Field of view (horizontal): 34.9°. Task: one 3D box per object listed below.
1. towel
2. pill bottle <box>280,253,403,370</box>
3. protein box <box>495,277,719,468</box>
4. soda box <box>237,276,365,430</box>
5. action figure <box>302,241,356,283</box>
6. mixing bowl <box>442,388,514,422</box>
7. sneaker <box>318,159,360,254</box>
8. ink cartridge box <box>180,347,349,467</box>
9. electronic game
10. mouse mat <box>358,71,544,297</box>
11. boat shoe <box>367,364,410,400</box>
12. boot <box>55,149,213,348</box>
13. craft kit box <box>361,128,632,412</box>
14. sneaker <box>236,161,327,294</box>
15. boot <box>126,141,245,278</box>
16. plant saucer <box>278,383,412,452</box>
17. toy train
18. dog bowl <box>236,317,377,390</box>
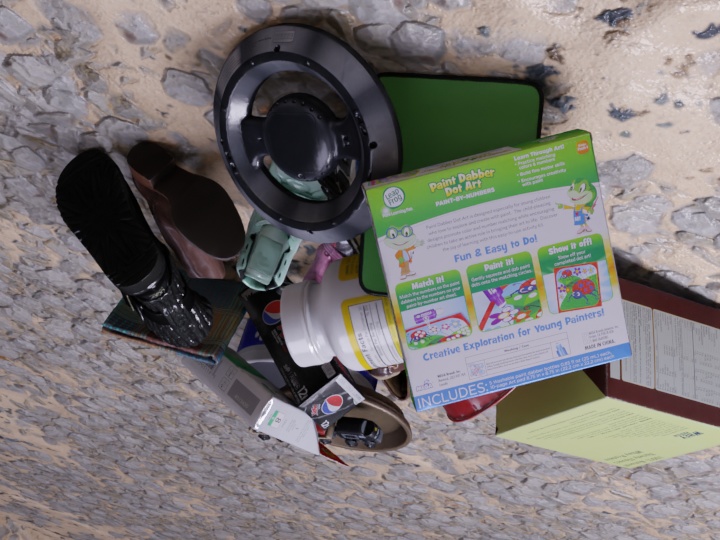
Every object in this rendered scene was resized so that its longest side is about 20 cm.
[{"bbox_3d":[-0.214,0.046,1.381,0.144,0.200,0.022,15,112,1],"label":"towel"},{"bbox_3d":[0.027,0.034,1.106,0.197,0.113,0.112,-12,146,15],"label":"pill bottle"},{"bbox_3d":[0.284,0.118,1.262,0.197,0.137,0.198,16,155,-24],"label":"protein box"},{"bbox_3d":[-0.072,0.089,1.361,0.063,0.201,0.071,-37,138,4],"label":"soda box"},{"bbox_3d":[0.000,0.000,1.291,0.132,0.150,0.202,-15,130,-2],"label":"action figure"},{"bbox_3d":[0.124,0.048,1.214,0.108,0.201,0.200,43,147,-9],"label":"mixing bowl"},{"bbox_3d":[0.013,-0.082,1.122,0.079,0.089,0.201,52,172,30],"label":"sneaker"},{"bbox_3d":[-0.104,0.158,1.386,0.160,0.051,0.199,34,-178,40],"label":"ink cartridge box"},{"bbox_3d":[-0.050,-0.119,1.023,0.197,0.042,0.203,16,122,26],"label":"electronic game"},{"bbox_3d":[0.078,-0.070,1.017,0.158,0.204,0.008,6,-171,15],"label":"mouse mat"},{"bbox_3d":[0.036,0.106,1.463,0.071,0.073,0.201,5,152,17],"label":"boat shoe"},{"bbox_3d":[-0.249,-0.020,1.265,0.079,0.212,0.158,-32,149,0],"label":"boot"},{"bbox_3d":[0.117,0.000,0.982,0.196,0.201,0.049,-13,-166,-1],"label":"craft kit box"},{"bbox_3d":[-0.075,-0.049,1.177,0.073,0.120,0.201,20,151,-8],"label":"sneaker"},{"bbox_3d":[-0.173,-0.030,1.263,0.187,0.064,0.201,46,162,27],"label":"boot"},{"bbox_3d":[-0.025,0.191,1.529,0.197,0.030,0.201,12,152,6],"label":"plant saucer"},{"bbox_3d":[-0.065,0.207,1.511,0.197,0.035,0.046,0,146,26],"label":"toy train"},{"bbox_3d":[-0.072,0.132,1.559,0.197,0.080,0.201,12,153,6],"label":"dog bowl"}]
